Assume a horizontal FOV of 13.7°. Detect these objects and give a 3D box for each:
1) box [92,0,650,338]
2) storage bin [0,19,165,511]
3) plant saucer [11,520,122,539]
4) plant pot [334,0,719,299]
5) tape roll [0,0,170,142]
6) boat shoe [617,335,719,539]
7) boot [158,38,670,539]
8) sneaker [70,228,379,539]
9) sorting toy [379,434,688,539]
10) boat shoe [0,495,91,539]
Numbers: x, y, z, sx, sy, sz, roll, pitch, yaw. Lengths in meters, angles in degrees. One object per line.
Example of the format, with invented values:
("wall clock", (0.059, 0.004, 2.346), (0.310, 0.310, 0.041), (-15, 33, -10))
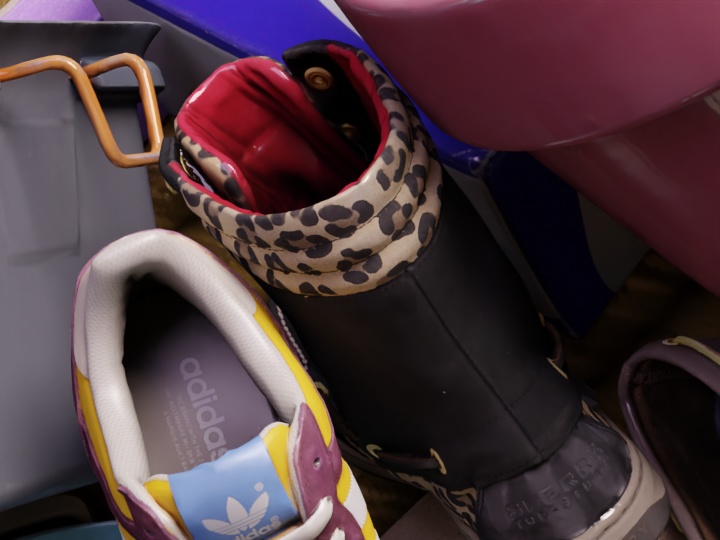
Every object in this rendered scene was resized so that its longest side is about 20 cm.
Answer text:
("box", (0.044, -0.114, 0.964), (0.184, 0.105, 0.200), (29, 75, 33))
("storage bin", (-0.120, 0.005, 0.871), (0.145, 0.200, 0.135), (-15, 89, 22))
("plant saucer", (-0.067, 0.158, 0.823), (0.200, 0.027, 0.200), (-1, 50, 1))
("plant pot", (0.119, -0.076, 0.796), (0.200, 0.179, 0.200), (-33, 27, 19))
("tape roll", (-0.150, -0.109, 1.061), (0.200, 0.066, 0.200), (-10, 58, 16))
("boat shoe", (0.127, 0.082, 0.807), (0.059, 0.072, 0.200), (1, 35, -18))
("boot", (0.000, 0.000, 0.859), (0.073, 0.151, 0.200), (-37, 31, -3))
("sneaker", (-0.025, 0.084, 0.775), (0.075, 0.090, 0.200), (-28, 75, -4))
("sorting toy", (0.048, 0.152, 0.852), (0.200, 0.036, 0.185), (-40, 55, -11))
("boat shoe", (-0.152, 0.144, 0.900), (0.200, 0.075, 0.062), (-34, 61, -19))
